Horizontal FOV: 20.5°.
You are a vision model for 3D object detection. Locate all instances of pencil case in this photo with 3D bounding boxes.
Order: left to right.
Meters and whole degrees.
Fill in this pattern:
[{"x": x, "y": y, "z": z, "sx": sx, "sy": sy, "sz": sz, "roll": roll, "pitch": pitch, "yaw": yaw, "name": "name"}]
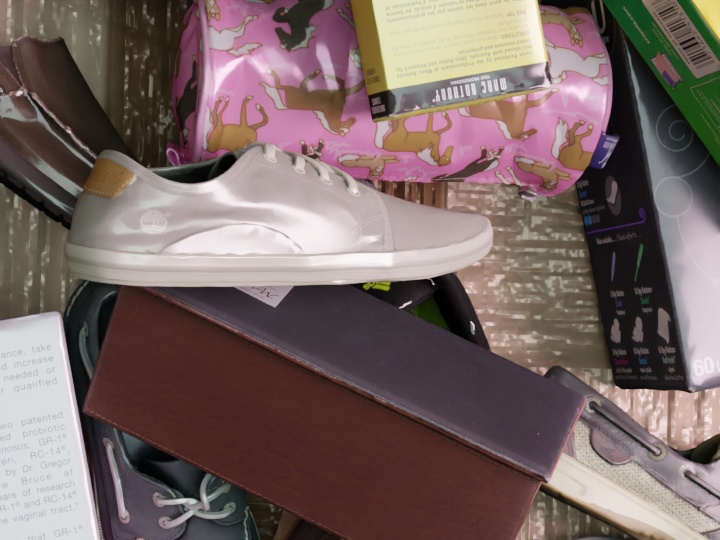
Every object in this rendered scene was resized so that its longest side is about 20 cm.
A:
[{"x": 0.012, "y": -0.079, "z": 0.894, "sx": 0.199, "sy": 0.083, "sz": 0.087, "roll": 2, "pitch": 65, "yaw": -15, "name": "pencil case"}]

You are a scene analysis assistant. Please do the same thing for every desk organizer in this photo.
[{"x": -0.013, "y": 0.058, "z": 0.863, "sx": 0.199, "sy": 0.072, "sz": 0.077, "roll": 25, "pitch": 121, "yaw": 7, "name": "desk organizer"}]

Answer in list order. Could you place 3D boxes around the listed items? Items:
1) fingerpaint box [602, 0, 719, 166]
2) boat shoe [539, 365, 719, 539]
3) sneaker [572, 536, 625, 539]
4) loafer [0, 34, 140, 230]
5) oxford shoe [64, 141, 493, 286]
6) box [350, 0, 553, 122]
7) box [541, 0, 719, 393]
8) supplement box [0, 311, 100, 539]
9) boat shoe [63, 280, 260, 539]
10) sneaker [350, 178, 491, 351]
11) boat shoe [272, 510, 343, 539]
[{"x": 0.230, "y": -0.094, "z": 0.871, "sx": 0.167, "sy": 0.073, "sz": 0.200, "roll": -39, "pitch": 96, "yaw": -15, "name": "fingerpaint box"}, {"x": 0.166, "y": 0.108, "z": 0.961, "sx": 0.200, "sy": 0.072, "sz": 0.066, "roll": 24, "pitch": 89, "yaw": -4, "name": "boat shoe"}, {"x": 0.084, "y": 0.193, "z": 0.953, "sx": 0.199, "sy": 0.100, "sz": 0.075, "roll": -19, "pitch": 48, "yaw": -26, "name": "sneaker"}, {"x": -0.151, "y": -0.075, "z": 0.910, "sx": 0.200, "sy": 0.073, "sz": 0.071, "roll": 35, "pitch": 84, "yaw": -7, "name": "loafer"}, {"x": -0.028, "y": -0.024, "z": 0.834, "sx": 0.199, "sy": 0.075, "sz": 0.058, "roll": 0, "pitch": 95, "yaw": -31, "name": "oxford shoe"}, {"x": 0.024, "y": -0.166, "z": 0.826, "sx": 0.075, "sy": 0.050, "sz": 0.201, "roll": -12, "pitch": 95, "yaw": -11, "name": "box"}, {"x": 0.173, "y": -0.051, "z": 0.949, "sx": 0.122, "sy": 0.106, "sz": 0.201, "roll": -11, "pitch": 90, "yaw": -12, "name": "box"}, {"x": -0.167, "y": 0.124, "z": 0.888, "sx": 0.103, "sy": 0.101, "sz": 0.201, "roll": -11, "pitch": 90, "yaw": -10, "name": "supplement box"}, {"x": -0.090, "y": 0.095, "z": 0.922, "sx": 0.073, "sy": 0.062, "sz": 0.201, "roll": -17, "pitch": 92, "yaw": -12, "name": "boat shoe"}, {"x": 0.000, "y": 0.000, "z": 0.927, "sx": 0.074, "sy": 0.087, "sz": 0.200, "roll": -39, "pitch": 95, "yaw": -9, "name": "sneaker"}, {"x": -0.023, "y": 0.163, "z": 0.903, "sx": 0.070, "sy": 0.070, "sz": 0.200, "roll": 46, "pitch": 67, "yaw": -42, "name": "boat shoe"}]
